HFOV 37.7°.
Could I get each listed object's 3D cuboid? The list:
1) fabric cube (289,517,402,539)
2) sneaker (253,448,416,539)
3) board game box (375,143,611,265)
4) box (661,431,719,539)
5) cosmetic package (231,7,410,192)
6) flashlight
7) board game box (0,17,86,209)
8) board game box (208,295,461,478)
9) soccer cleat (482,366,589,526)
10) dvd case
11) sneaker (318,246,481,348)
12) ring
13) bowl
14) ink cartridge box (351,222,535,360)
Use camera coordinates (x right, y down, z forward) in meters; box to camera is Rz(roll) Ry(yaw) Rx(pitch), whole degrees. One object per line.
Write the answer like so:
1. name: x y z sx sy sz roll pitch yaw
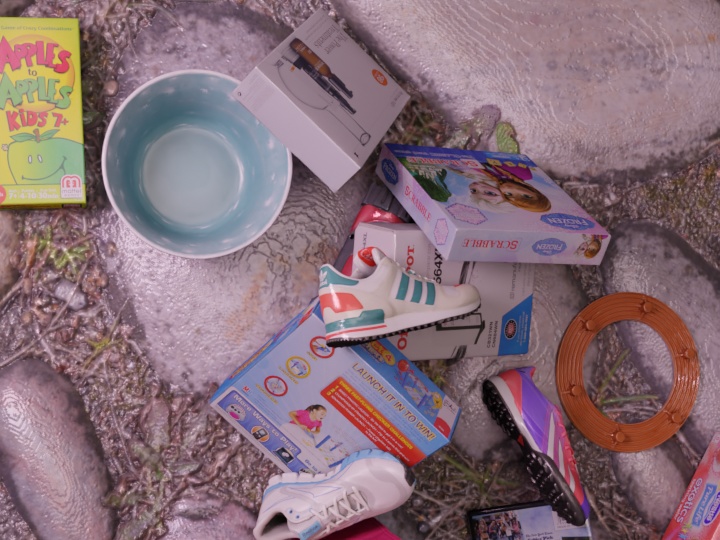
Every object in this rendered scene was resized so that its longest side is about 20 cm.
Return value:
1. fabric cube: -0.038 0.395 1.115 0.198 0.200 0.197 -15 91 -13
2. sneaker: -0.031 0.253 1.119 0.075 0.199 0.087 57 31 -16
3. board game box: 0.144 -0.076 1.181 0.199 0.200 0.041 1 122 -26
4. box: 0.457 0.311 1.299 0.094 0.103 0.201 33 80 -11
5. cosmetic package: -0.037 -0.193 1.167 0.151 0.052 0.200 45 35 -10
6. flashlight: 0.000 0.000 1.217 0.068 0.068 0.201 27 79 -14
7. board game box: -0.353 -0.169 1.144 0.101 0.048 0.201 -2 87 -15
8. board game box: -0.030 0.148 1.141 0.200 0.196 0.056 44 35 -9
9. soccer cleat: 0.219 0.199 1.230 0.073 0.068 0.201 -22 61 -17
10. dvd case: 0.211 0.371 1.234 0.142 0.018 0.201 -11 84 14
11. sneaker: 0.041 0.017 1.073 0.199 0.070 0.094 -11 85 -36
12. ring: 0.339 0.127 1.323 0.199 0.019 0.202 1 85 -15
13. bowl: -0.182 -0.109 1.155 0.200 0.105 0.202 1 86 -15
14. ink cartridge box: 0.094 0.023 1.194 0.199 0.084 0.147 -1 99 -31
